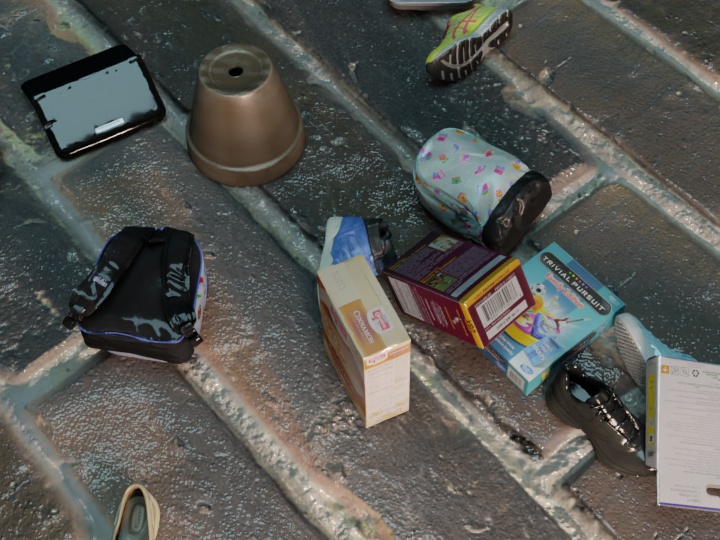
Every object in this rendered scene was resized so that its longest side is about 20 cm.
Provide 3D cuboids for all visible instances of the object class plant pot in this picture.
[{"bbox_3d":[-0.192,-0.265,1.890,0.199,0.174,0.200,0,57,0],"label":"plant pot"}]

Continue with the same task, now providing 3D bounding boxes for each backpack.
[{"bbox_3d":[-0.306,0.035,1.706,0.199,0.154,0.191,11,65,1],"label":"backpack"},{"bbox_3d":[0.178,-0.130,1.819,0.200,0.127,0.167,33,66,24],"label":"backpack"}]

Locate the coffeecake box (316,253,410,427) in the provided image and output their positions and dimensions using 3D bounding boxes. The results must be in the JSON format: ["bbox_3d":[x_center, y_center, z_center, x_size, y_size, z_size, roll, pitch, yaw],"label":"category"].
[{"bbox_3d":[0.005,0.100,1.623,0.073,0.200,0.154,-21,58,-13],"label":"coffeecake box"}]

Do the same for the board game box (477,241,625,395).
[{"bbox_3d":[0.266,0.067,1.731,0.200,0.047,0.151,-36,62,-20],"label":"board game box"}]

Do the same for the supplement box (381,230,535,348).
[{"bbox_3d":[0.139,0.024,1.688,0.110,0.086,0.200,-37,31,-20],"label":"supplement box"}]

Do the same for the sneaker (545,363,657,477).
[{"bbox_3d":[0.340,0.207,1.610,0.200,0.091,0.076,37,62,22],"label":"sneaker"}]

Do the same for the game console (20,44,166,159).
[{"bbox_3d":[-0.459,-0.293,2.008,0.200,0.116,0.176,-26,89,-14],"label":"game console"}]

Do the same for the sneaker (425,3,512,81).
[{"bbox_3d":[0.173,-0.401,2.038,0.090,0.078,0.200,33,57,30],"label":"sneaker"}]

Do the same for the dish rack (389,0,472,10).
[{"bbox_3d":[0.128,-0.549,2.150,0.171,0.044,0.200,0,56,0],"label":"dish rack"}]

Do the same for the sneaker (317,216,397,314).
[{"bbox_3d":[0.000,-0.001,1.764,0.111,0.077,0.200,-2,49,11],"label":"sneaker"}]

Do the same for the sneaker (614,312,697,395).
[{"bbox_3d":[0.439,0.140,1.668,0.082,0.074,0.200,-23,69,-16],"label":"sneaker"}]

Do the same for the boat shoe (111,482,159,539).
[{"bbox_3d":[-0.300,0.378,1.526,0.072,0.065,0.200,0,56,2],"label":"boat shoe"}]

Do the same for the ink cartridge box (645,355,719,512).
[{"bbox_3d":[0.482,0.227,1.582,0.197,0.047,0.201,9,76,-12],"label":"ink cartridge box"}]
